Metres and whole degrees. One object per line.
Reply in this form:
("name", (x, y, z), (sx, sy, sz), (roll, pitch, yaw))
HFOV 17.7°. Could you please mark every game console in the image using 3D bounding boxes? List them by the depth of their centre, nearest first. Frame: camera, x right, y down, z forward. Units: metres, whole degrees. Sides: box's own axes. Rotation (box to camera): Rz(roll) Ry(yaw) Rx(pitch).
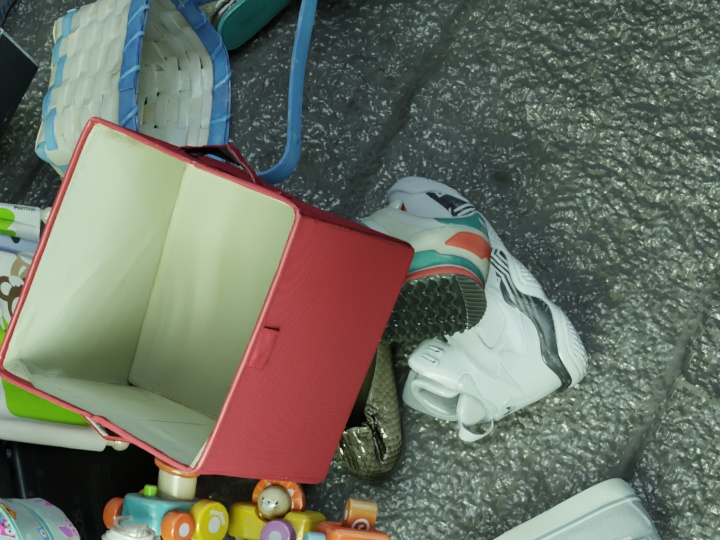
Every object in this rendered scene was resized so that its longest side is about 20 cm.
("game console", (-0.221, 0.208, 1.583), (0.175, 0.116, 0.201), (4, 59, -33))

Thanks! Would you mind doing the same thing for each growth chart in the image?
("growth chart", (-0.234, 0.035, 1.595), (0.144, 0.018, 0.201), (1, 61, -40))

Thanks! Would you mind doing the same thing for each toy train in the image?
("toy train", (-0.071, 0.159, 1.524), (0.198, 0.150, 0.056), (8, 89, -9))

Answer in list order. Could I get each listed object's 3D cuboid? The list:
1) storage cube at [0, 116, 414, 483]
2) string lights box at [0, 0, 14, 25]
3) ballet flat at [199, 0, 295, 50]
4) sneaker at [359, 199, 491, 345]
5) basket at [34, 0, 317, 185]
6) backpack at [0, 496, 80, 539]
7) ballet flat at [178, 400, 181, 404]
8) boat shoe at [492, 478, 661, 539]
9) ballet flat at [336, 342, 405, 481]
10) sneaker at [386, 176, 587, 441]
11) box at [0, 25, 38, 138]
("storage cube", (-0.096, 0.022, 1.494), (0.170, 0.180, 0.201), (23, 93, 26))
("string lights box", (-0.375, -0.224, 1.782), (0.199, 0.059, 0.103), (20, 65, 10))
("ballet flat", (-0.055, -0.244, 1.796), (0.199, 0.071, 0.071), (-36, 68, -17))
("sneaker", (0.000, 0.000, 1.614), (0.198, 0.071, 0.094), (-6, 43, 22))
("basket", (-0.127, -0.134, 1.681), (0.199, 0.139, 0.178), (-9, 58, 29))
("backpack", (-0.252, 0.232, 1.440), (0.200, 0.126, 0.167), (-51, 59, 20))
("ballet flat", (-0.139, 0.023, 1.658), (0.068, 0.068, 0.201), (-21, 75, -22))
("boat shoe", (0.117, 0.215, 1.552), (0.200, 0.070, 0.072), (-29, 63, -17))
("ballet flat", (-0.008, 0.053, 1.640), (0.067, 0.046, 0.201), (-20, 62, 23))
("sneaker", (0.060, 0.028, 1.645), (0.115, 0.075, 0.200), (-35, 71, -19))
("box", (-0.364, -0.113, 1.666), (0.181, 0.104, 0.201), (27, 85, 10))
